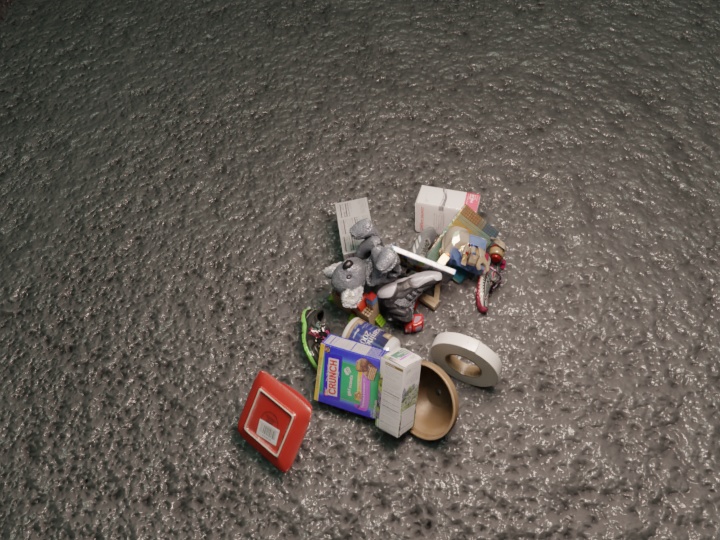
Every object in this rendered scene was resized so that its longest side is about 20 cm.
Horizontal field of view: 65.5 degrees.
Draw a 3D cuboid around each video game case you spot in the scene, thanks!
[{"bbox_3d":[0.175,-0.016,1.638,0.195,0.143,0.018,21,79,3],"label":"video game case"}]

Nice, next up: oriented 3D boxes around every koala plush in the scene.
[{"bbox_3d":[0.000,0.000,1.578,0.198,0.185,0.178,-37,61,-6],"label":"koala plush"}]

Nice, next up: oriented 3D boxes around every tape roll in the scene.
[{"bbox_3d":[0.281,0.240,1.498,0.198,0.205,0.038,22,61,20],"label":"tape roll"}]

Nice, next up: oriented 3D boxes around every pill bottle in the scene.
[{"bbox_3d":[0.046,0.225,1.591,0.196,0.112,0.112,26,63,22],"label":"pill bottle"}]

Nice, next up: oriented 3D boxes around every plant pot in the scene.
[{"bbox_3d":[0.187,0.335,1.488,0.091,0.205,0.200,-8,42,-49],"label":"plant pot"}]

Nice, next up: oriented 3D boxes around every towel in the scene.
[{"bbox_3d":[0.312,-0.080,1.720,0.145,0.022,0.202,36,96,-9],"label":"towel"}]

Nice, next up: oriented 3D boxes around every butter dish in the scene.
[{"bbox_3d":[-0.205,0.389,1.502,0.197,0.147,0.204,30,105,23],"label":"butter dish"}]

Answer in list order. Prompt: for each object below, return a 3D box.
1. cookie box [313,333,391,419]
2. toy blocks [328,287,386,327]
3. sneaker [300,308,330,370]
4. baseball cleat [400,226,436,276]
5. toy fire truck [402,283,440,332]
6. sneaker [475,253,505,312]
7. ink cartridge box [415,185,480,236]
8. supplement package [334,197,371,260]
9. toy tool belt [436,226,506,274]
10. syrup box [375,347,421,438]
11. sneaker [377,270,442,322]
[{"bbox_3d":[-0.019,0.288,1.523,0.194,0.177,0.075,13,17,17],"label":"cookie box"},{"bbox_3d":[-0.017,0.085,1.675,0.197,0.138,0.100,32,65,25],"label":"toy blocks"},{"bbox_3d":[-0.129,0.196,1.653,0.081,0.077,0.205,-12,57,3],"label":"sneaker"},{"bbox_3d":[0.193,-0.053,1.770,0.201,0.070,0.105,-50,34,-13],"label":"baseball cleat"},{"bbox_3d":[0.187,0.088,1.701,0.136,0.049,0.205,-5,57,1],"label":"toy fire truck"},{"bbox_3d":[0.392,0.034,1.694,0.072,0.082,0.204,12,58,12],"label":"sneaker"},{"bbox_3d":[0.279,-0.184,1.808,0.194,0.148,0.084,12,56,14],"label":"ink cartridge box"},{"bbox_3d":[-0.008,-0.096,1.781,0.107,0.158,0.205,-10,56,1],"label":"supplement package"},{"bbox_3d":[0.323,-0.035,1.647,0.194,0.126,0.126,17,64,2],"label":"toy tool belt"},{"bbox_3d":[0.096,0.312,1.441,0.080,0.207,0.078,17,22,37],"label":"syrup box"},{"bbox_3d":[0.152,0.077,1.606,0.195,0.117,0.076,-18,9,15],"label":"sneaker"}]
